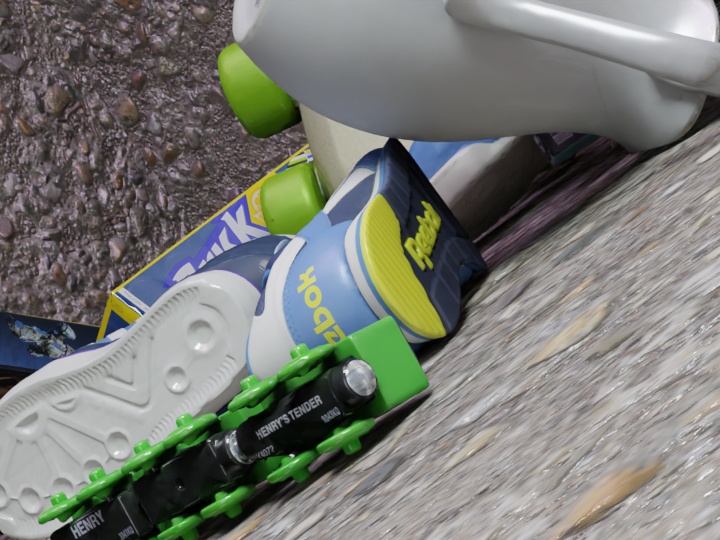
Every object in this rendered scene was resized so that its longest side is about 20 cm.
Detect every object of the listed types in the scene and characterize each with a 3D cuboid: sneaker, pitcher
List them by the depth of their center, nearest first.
[{"bbox_3d":[0.057,-0.107,0.998,0.172,0.199,0.122,-162,86,-76],"label":"pitcher"},{"bbox_3d":[0.000,0.000,1.011,0.082,0.074,0.200,-37,3,16],"label":"sneaker"},{"bbox_3d":[0.052,-0.102,1.186,0.200,0.111,0.077,-51,-20,8],"label":"sneaker"},{"bbox_3d":[-0.091,0.054,1.195,0.200,0.081,0.146,-38,-5,25],"label":"sneaker"}]

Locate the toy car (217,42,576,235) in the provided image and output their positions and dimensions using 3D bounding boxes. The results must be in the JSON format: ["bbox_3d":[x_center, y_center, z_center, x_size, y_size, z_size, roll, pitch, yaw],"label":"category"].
[{"bbox_3d":[0.042,-0.074,1.335,0.164,0.158,0.200,-23,-19,14],"label":"toy car"}]

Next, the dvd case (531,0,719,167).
[{"bbox_3d":[0.095,-0.168,1.139,0.146,0.200,0.022,-34,-15,-4],"label":"dvd case"}]

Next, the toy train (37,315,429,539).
[{"bbox_3d":[-0.050,0.069,0.883,0.056,0.042,0.200,-26,-4,-45],"label":"toy train"}]

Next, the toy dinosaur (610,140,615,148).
[{"bbox_3d":[0.186,-0.144,1.183,0.200,0.058,0.101,-36,5,5],"label":"toy dinosaur"}]

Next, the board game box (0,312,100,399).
[{"bbox_3d":[-0.213,0.063,1.410,0.199,0.035,0.135,10,-23,-30],"label":"board game box"}]

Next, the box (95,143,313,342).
[{"bbox_3d":[-0.065,0.005,1.391,0.200,0.070,0.064,-40,-20,-43],"label":"box"}]
